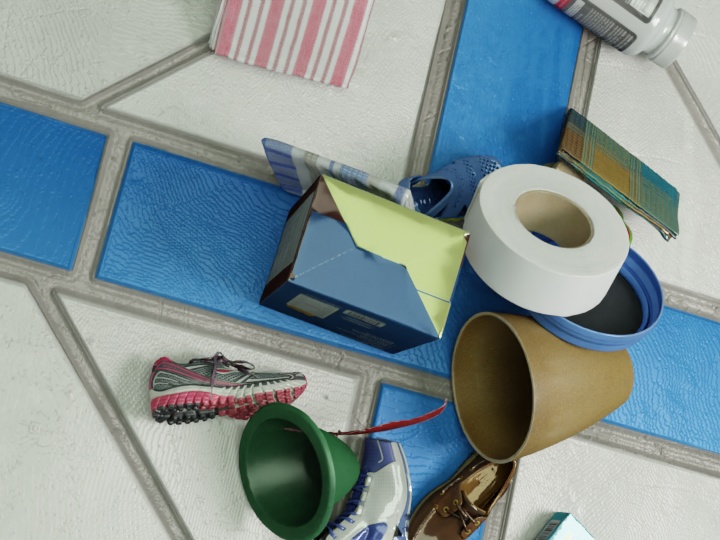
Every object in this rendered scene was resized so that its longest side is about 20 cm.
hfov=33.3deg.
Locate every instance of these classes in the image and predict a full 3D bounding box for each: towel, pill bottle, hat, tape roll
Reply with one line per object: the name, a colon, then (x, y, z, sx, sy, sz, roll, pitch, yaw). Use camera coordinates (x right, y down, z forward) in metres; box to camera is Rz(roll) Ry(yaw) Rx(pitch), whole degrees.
towel: (-0.086, -0.329, 1.562, 0.197, 0.030, 0.148, 13, 115, -16)
pill bottle: (0.368, -0.372, 1.685, 0.199, 0.111, 0.112, 33, 75, -8)
towel: (0.355, -0.132, 1.649, 0.199, 0.022, 0.147, 36, 32, -5)
towel: (-0.023, -0.101, 1.493, 0.197, 0.147, 0.024, 21, 77, 11)
hat: (-0.025, 0.236, 1.494, 0.174, 0.198, 0.169, -7, 102, -45)
tape roll: (0.227, -0.041, 1.492, 0.199, 0.071, 0.204, 11, 43, -10)

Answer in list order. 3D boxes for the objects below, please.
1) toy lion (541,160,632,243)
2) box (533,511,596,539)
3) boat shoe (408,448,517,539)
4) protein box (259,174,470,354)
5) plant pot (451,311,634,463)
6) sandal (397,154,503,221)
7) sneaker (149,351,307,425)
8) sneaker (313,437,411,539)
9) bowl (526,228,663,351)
toy lion: (0.271, -0.037, 1.638, 0.199, 0.069, 0.193, -35, 99, -17)
box: (0.308, 0.416, 1.577, 0.200, 0.049, 0.082, 46, 74, -4)
boat shoe: (0.126, 0.302, 1.537, 0.072, 0.068, 0.200, 46, 74, -4)
protein box: (0.000, 0.000, 1.481, 0.196, 0.200, 0.137, 21, 77, -11)
plant pot: (0.247, 0.139, 1.551, 0.197, 0.186, 0.190, -5, 82, -28)
sandal: (0.109, -0.102, 1.587, 0.198, 0.087, 0.080, -23, 86, -19)
sneaker: (-0.161, 0.138, 1.484, 0.197, 0.081, 0.076, 0, 61, -20)
sneaker: (0.000, 0.310, 1.496, 0.113, 0.080, 0.203, 1, 83, -17)
bowl: (0.287, 0.021, 1.534, 0.197, 0.040, 0.202, 12, 42, -11)
